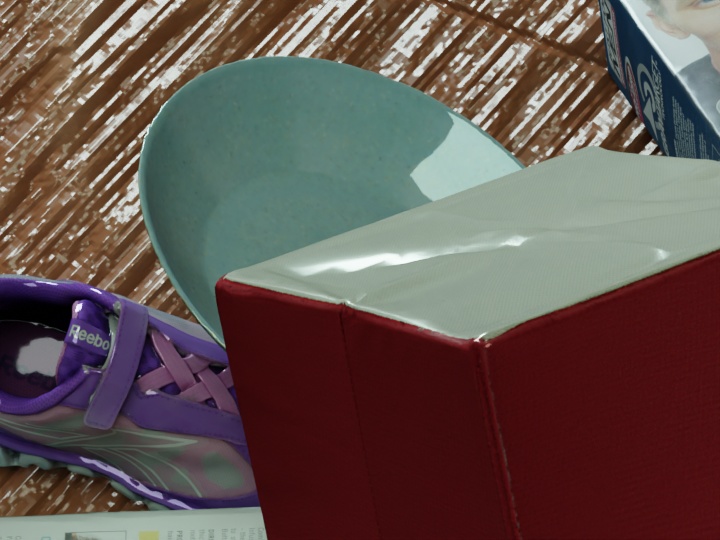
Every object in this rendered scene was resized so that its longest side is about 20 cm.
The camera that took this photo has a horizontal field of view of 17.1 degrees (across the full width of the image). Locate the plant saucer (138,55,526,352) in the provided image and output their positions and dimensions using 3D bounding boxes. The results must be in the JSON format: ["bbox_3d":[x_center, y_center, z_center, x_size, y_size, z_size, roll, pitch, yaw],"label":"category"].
[{"bbox_3d":[0.000,0.000,0.947,0.200,0.039,0.202,17,43,-16],"label":"plant saucer"}]

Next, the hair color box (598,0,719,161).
[{"bbox_3d":[0.171,-0.069,0.941,0.099,0.061,0.200,-18,37,-5],"label":"hair color box"}]

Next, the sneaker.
[{"bbox_3d":[-0.084,0.046,0.936,0.199,0.089,0.081,11,64,7],"label":"sneaker"}]

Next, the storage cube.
[{"bbox_3d":[0.076,0.071,0.803,0.199,0.171,0.181,-19,106,-28],"label":"storage cube"}]

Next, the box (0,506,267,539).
[{"bbox_3d":[-0.092,0.138,0.914,0.199,0.049,0.083,-2,65,3],"label":"box"}]
